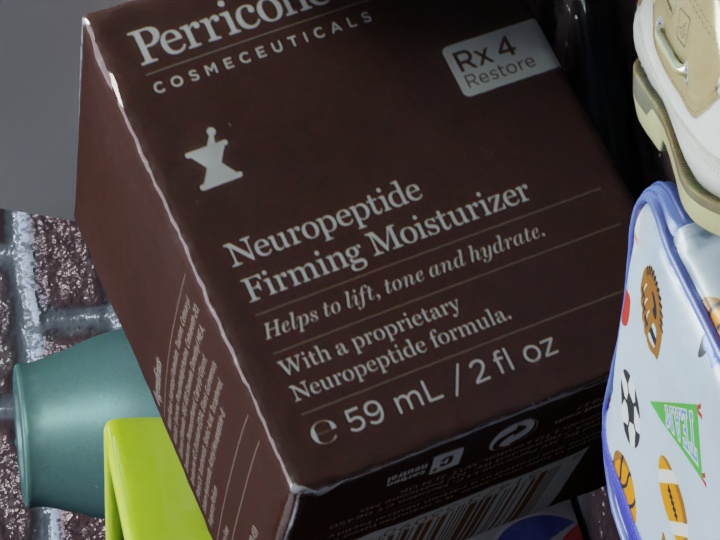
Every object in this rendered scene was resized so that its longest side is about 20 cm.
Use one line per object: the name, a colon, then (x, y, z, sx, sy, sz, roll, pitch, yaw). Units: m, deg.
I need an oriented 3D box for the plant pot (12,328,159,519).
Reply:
plant pot: (-0.228, 0.146, 2.027, 0.200, 0.187, 0.201, 176, 90, -79)

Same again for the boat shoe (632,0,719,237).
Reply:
boat shoe: (0.115, -0.058, 0.592, 0.200, 0.074, 0.069, -124, 26, -69)

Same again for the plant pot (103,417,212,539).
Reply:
plant pot: (-0.035, 0.202, 1.143, 0.199, 0.180, 0.201, -113, 23, -56)

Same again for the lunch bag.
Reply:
lunch bag: (0.124, 0.082, 0.609, 0.161, 0.075, 0.201, 95, 166, -45)

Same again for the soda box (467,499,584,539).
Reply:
soda box: (0.066, 0.151, 0.926, 0.068, 0.063, 0.201, 98, 163, -45)

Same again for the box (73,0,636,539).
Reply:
box: (0.000, 0.000, 0.836, 0.164, 0.165, 0.201, 107, 139, -64)

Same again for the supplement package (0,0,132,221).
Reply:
supplement package: (-0.130, -0.157, 0.947, 0.192, 0.146, 0.201, 113, 162, -54)
